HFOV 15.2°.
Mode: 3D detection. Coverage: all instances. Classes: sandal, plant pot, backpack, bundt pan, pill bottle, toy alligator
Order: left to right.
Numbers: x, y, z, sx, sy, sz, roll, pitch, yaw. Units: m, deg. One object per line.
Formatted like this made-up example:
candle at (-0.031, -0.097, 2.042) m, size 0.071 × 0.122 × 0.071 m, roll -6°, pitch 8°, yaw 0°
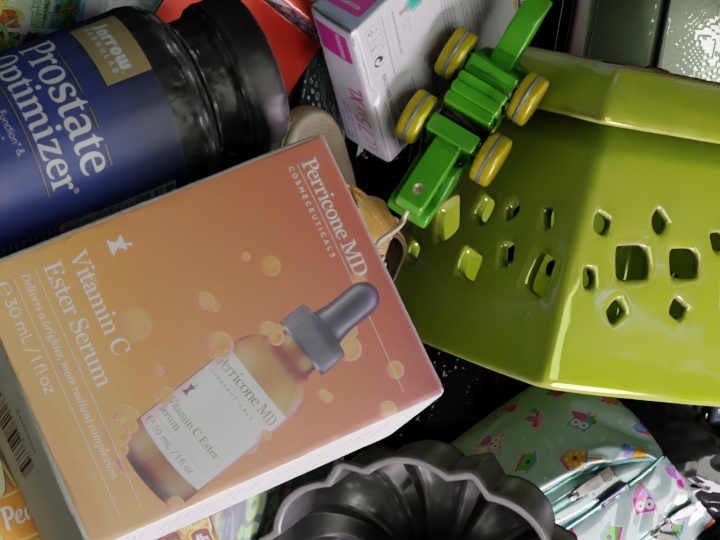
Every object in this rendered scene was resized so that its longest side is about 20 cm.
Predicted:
pill bottle at (-0.144, -0.071, 1.407) m, size 0.200 × 0.112 × 0.112 m, roll -24°, pitch 117°, yaw -18°
sandal at (0.000, 0.000, 1.516) m, size 0.080 × 0.054 × 0.200 m, roll -37°, pitch 116°, yaw -58°
bundt pan at (0.043, 0.183, 1.546) m, size 0.076 × 0.202 × 0.202 m, roll -46°, pitch 136°, yaw -61°
toy alligator at (0.048, -0.065, 1.495) m, size 0.059 × 0.054 × 0.200 m, roll 31°, pitch 85°, yaw 7°
backpack at (0.120, 0.146, 1.647) m, size 0.200 × 0.167 × 0.127 m, roll -32°, pitch 108°, yaw -4°
plant pot at (0.147, -0.031, 1.573) m, size 0.200 × 0.199 × 0.182 m, roll 8°, pitch 96°, yaw -32°

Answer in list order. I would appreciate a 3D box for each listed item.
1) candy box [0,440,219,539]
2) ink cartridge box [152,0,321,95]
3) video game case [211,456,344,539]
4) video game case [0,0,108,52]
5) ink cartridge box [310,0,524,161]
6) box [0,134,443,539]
candy box at (-0.158, 0.098, 1.426) m, size 0.115 × 0.055 × 0.200 m, roll -19°, pitch 82°, yaw -23°
ink cartridge box at (-0.027, -0.176, 1.503) m, size 0.109 × 0.050 × 0.200 m, roll 36°, pitch 86°, yaw -35°
video game case at (-0.055, 0.101, 1.541) m, size 0.182 × 0.023 × 0.200 m, roll -14°, pitch 117°, yaw -61°
video game case at (-0.212, -0.187, 1.409) m, size 0.182 × 0.022 × 0.200 m, roll 1°, pitch 105°, yaw -31°
ink cartridge box at (0.059, -0.167, 1.513) m, size 0.200 × 0.042 × 0.119 m, roll -44°, pitch 149°, yaw -18°
box at (-0.086, 0.044, 1.372) m, size 0.200 × 0.106 × 0.152 m, roll -24°, pitch 83°, yaw -19°
